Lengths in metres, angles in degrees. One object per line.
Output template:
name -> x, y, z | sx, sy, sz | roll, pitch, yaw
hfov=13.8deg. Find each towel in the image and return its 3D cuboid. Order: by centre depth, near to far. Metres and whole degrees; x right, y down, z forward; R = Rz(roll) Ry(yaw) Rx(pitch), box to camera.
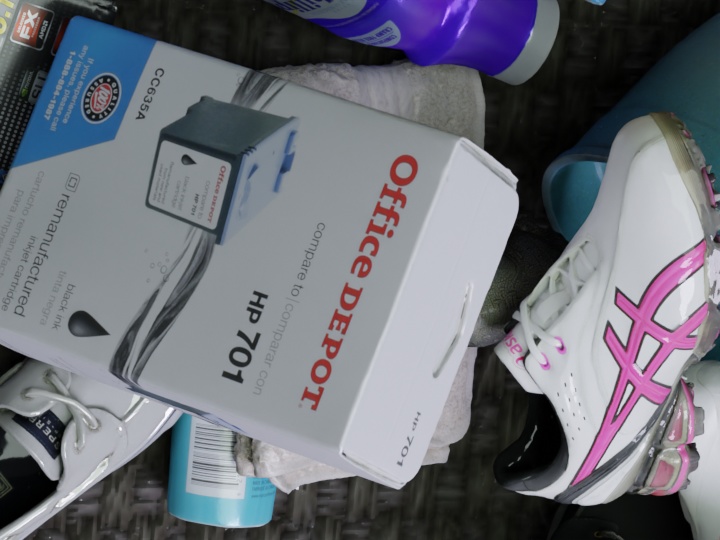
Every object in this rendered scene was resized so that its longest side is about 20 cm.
towel -> 0.000, 0.000, 1.399 | 0.132, 0.034, 0.201 | -8, 103, -38

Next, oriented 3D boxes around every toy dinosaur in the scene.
toy dinosaur -> 0.057, 0.006, 1.358 | 0.199, 0.102, 0.077 | 0, 97, -38

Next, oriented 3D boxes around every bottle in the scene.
bottle -> -0.002, -0.142, 1.359 | 0.199, 0.083, 0.066 | 22, 76, -26

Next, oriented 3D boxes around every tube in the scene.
tube -> -0.057, 0.020, 1.408 | 0.077, 0.050, 0.201 | 3, 100, -25

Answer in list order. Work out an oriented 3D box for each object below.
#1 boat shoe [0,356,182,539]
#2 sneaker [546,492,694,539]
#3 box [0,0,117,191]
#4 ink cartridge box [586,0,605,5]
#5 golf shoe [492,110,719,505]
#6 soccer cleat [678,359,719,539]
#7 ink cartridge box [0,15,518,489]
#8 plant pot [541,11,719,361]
boat shoe -> -0.145, 0.073, 1.366 | 0.200, 0.066, 0.072 | -39, 90, 4
sneaker -> 0.128, 0.156, 1.443 | 0.075, 0.106, 0.200 | 38, 67, -9
box -> -0.217, -0.055, 1.333 | 0.160, 0.044, 0.201 | 18, 98, -22
ink cartridge box -> 0.107, -0.241, 1.377 | 0.116, 0.067, 0.201 | 29, 94, -22
golf shoe -> 0.107, 0.023, 1.290 | 0.092, 0.073, 0.201 | -7, 126, -16
soccer cleat -> 0.194, 0.120, 1.439 | 0.077, 0.070, 0.200 | -5, 135, 22
ink cartridge box -> -0.053, -0.009, 1.284 | 0.086, 0.199, 0.147 | 35, 75, -63
plant pot -> 0.220, -0.053, 1.410 | 0.200, 0.200, 0.188 | 47, 72, -23
